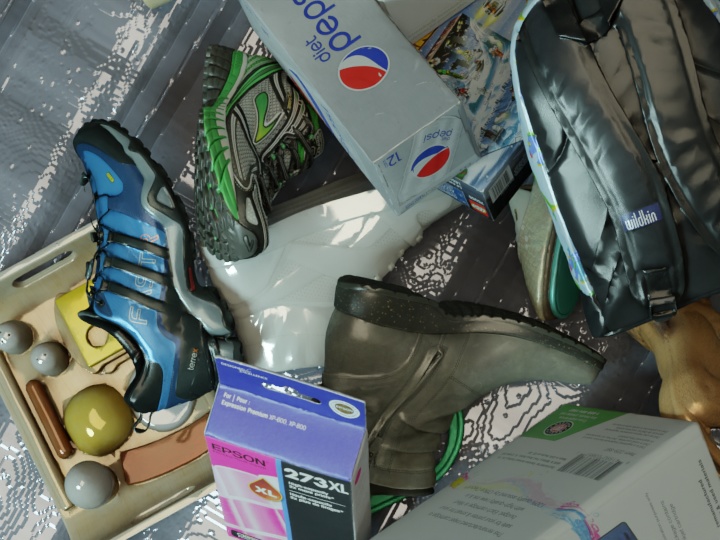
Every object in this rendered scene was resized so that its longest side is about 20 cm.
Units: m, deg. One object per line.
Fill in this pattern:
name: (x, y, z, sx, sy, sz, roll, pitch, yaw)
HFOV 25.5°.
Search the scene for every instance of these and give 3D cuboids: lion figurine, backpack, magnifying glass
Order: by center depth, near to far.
backpack: (0.165, -0.091, 0.934, 0.162, 0.154, 0.201, -27, 109, 19)
lion figurine: (0.209, 0.063, 1.004, 0.122, 0.201, 0.073, 34, 109, -23)
magnifying glass: (-0.006, 0.153, 1.078, 0.079, 0.022, 0.201, 39, 86, 7)

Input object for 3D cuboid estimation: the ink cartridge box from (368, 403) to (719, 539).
ink cartridge box: (0.104, 0.170, 0.955, 0.199, 0.145, 0.088, -29, 103, -24)

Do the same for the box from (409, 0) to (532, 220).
box: (0.090, -0.145, 1.048, 0.136, 0.040, 0.200, 32, 75, 30)

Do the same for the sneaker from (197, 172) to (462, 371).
sneaker: (0.000, 0.000, 1.075, 0.198, 0.074, 0.117, -21, 104, -10)

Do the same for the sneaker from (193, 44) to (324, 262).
sneaker: (-0.065, -0.082, 1.035, 0.084, 0.079, 0.201, 4, 41, -3)

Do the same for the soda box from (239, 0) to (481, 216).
soda box: (-0.007, -0.132, 1.011, 0.068, 0.064, 0.201, -34, 56, -4)

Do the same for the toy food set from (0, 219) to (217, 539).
toy food set: (-0.175, 0.077, 1.077, 0.142, 0.060, 0.202, -29, 83, 1)

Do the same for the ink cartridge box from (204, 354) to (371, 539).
ink cartridge box: (-0.042, 0.124, 0.977, 0.094, 0.201, 0.037, 16, 58, 11)

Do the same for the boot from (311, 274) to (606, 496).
boot: (0.055, 0.086, 1.044, 0.198, 0.068, 0.132, 13, 95, -17)

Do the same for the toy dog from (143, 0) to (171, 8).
toy dog: (-0.138, -0.278, 1.094, 0.132, 0.096, 0.201, -39, 82, -1)

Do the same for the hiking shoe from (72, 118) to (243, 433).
hiking shoe: (-0.149, -0.004, 1.034, 0.086, 0.074, 0.202, -24, 81, -18)

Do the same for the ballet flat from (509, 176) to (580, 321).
ballet flat: (0.133, -0.064, 1.077, 0.062, 0.067, 0.202, 10, 80, 32)

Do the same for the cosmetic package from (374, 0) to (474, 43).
cosmetic package: (0.010, -0.259, 1.055, 0.107, 0.085, 0.201, -33, 63, -1)
